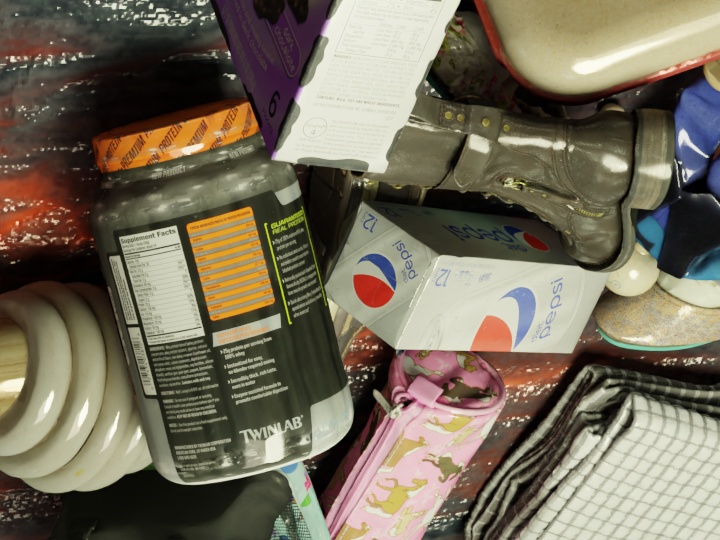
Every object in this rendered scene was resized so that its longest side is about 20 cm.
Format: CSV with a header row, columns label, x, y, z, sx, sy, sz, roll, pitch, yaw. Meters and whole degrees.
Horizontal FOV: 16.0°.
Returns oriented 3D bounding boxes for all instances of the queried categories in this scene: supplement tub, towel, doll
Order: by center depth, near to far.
label,x,y,z,sx,sy,sz,roll,pitch,yaw
supplement tub,-0.082,0.010,1.452,0.122,0.123,0.202,-14,98,-7
doll,0.196,-0.054,1.551,0.048,0.136,0.200,-39,165,-39
towel,0.184,0.151,1.764,0.165,0.086,0.200,14,127,-28

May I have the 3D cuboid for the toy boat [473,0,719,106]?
label,x,y,z,sx,sy,sz,roll,pitch,yaw
toy boat,0.162,-0.164,1.453,0.199,0.131,0.131,-19,166,-2

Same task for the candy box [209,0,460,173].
label,x,y,z,sx,sy,sz,roll,pitch,yaw
candy box,-0.006,-0.183,1.319,0.071,0.168,0.201,4,130,-25

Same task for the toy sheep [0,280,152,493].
label,x,y,z,sx,sy,sz,roll,pitch,yaw
toy sheep,-0.174,0.071,1.529,0.199,0.138,0.138,9,129,-44

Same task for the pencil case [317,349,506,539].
label,x,y,z,sx,sy,sz,roll,pitch,yaw
pencil case,0.020,0.135,1.687,0.086,0.083,0.201,19,125,-15

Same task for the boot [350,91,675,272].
label,x,y,z,sx,sy,sz,roll,pitch,yaw
boot,0.077,-0.059,1.442,0.173,0.070,0.200,5,161,-5

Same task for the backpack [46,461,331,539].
label,x,y,z,sx,sy,sz,roll,pitch,yaw
backpack,-0.098,0.211,1.633,0.176,0.151,0.201,-5,123,25

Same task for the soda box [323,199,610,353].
label,x,y,z,sx,sy,sz,roll,pitch,yaw
soda box,0.067,0.006,1.533,0.199,0.068,0.064,4,116,-55

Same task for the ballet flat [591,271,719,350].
label,x,y,z,sx,sy,sz,roll,pitch,yaw
ballet flat,0.241,0.007,1.666,0.199,0.068,0.068,-5,130,-30

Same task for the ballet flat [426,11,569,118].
label,x,y,z,sx,sy,sz,roll,pitch,yaw
ballet flat,0.076,-0.110,1.493,0.064,0.076,0.200,-39,143,4

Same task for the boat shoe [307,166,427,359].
label,x,y,z,sx,sy,sz,roll,pitch,yaw
boat shoe,0.000,0.000,1.559,0.073,0.075,0.201,1,132,-20

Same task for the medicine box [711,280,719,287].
label,x,y,z,sx,sy,sz,roll,pitch,yaw
medicine box,0.348,-0.019,1.613,0.199,0.103,0.183,28,98,-38
